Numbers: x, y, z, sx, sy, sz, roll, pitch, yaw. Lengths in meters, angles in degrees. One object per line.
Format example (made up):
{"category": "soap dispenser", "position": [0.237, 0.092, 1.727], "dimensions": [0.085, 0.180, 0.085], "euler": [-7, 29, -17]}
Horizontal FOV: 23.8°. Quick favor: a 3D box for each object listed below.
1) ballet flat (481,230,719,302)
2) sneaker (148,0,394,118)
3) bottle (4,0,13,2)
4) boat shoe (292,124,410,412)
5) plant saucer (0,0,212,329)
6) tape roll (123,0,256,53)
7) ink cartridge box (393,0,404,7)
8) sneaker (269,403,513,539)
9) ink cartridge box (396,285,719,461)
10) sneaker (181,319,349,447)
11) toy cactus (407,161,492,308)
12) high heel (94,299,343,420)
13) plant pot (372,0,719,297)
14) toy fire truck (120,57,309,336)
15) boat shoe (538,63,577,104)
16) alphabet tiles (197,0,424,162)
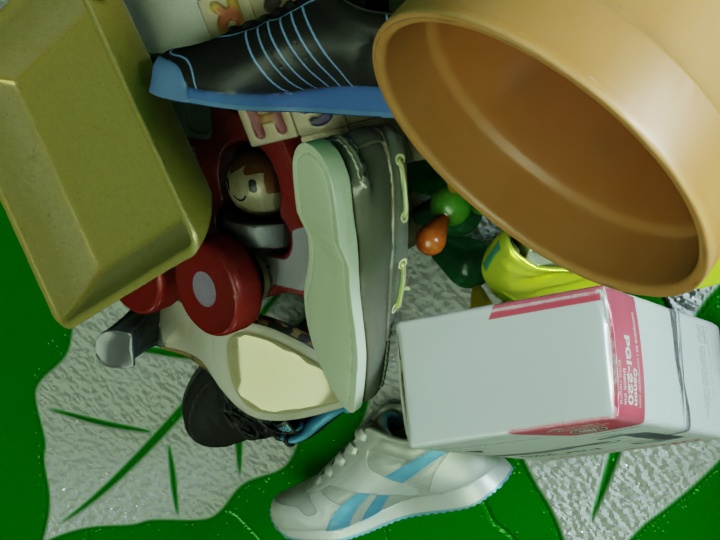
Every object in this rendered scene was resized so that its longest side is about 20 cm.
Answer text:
{"category": "ballet flat", "position": [0.173, -0.021, 1.054], "dimensions": [0.199, 0.067, 0.067], "euler": [-10, 148, -7]}
{"category": "sneaker", "position": [-0.031, -0.130, 1.000], "dimensions": [0.199, 0.070, 0.078], "euler": [5, 96, 20]}
{"category": "bottle", "position": [-0.254, -0.268, 1.093], "dimensions": [0.083, 0.065, 0.200], "euler": [-36, 80, 37]}
{"category": "boat shoe", "position": [0.002, 0.002, 1.059], "dimensions": [0.072, 0.060, 0.202], "euler": [44, 147, 44]}
{"category": "plant saucer", "position": [-0.174, -0.082, 1.104], "dimensions": [0.200, 0.048, 0.200], "euler": [-26, 88, 52]}
{"category": "tape roll", "position": [-0.122, -0.237, 1.072], "dimensions": [0.202, 0.037, 0.203], "euler": [9, 107, 32]}
{"category": "ink cartridge box", "position": [0.094, -0.157, 1.041], "dimensions": [0.200, 0.084, 0.145], "euler": [41, 128, -5]}
{"category": "sneaker", "position": [0.013, 0.147, 1.288], "dimensions": [0.200, 0.077, 0.081], "euler": [-21, 103, 26]}
{"category": "ink cartridge box", "position": [0.134, 0.071, 1.097], "dimensions": [0.145, 0.200, 0.085], "euler": [-11, 78, 29]}
{"category": "sneaker", "position": [-0.068, 0.093, 1.270], "dimensions": [0.073, 0.082, 0.200], "euler": [40, 131, -23]}
{"category": "toy cactus", "position": [0.047, -0.028, 1.140], "dimensions": [0.165, 0.102, 0.200], "euler": [-4, 146, 46]}
{"category": "high heel", "position": [-0.075, 0.048, 1.226], "dimensions": [0.199, 0.143, 0.072], "euler": [11, 107, 10]}
{"category": "plant pot", "position": [0.125, -0.103, 0.853], "dimensions": [0.200, 0.140, 0.200], "euler": [35, 162, 13]}
{"category": "toy fire truck", "position": [-0.093, -0.057, 1.154], "dimensions": [0.200, 0.112, 0.168], "euler": [12, 115, 45]}
{"category": "boat shoe", "position": [0.106, -0.117, 0.971], "dimensions": [0.066, 0.074, 0.200], "euler": [-16, 116, 16]}
{"category": "alphabet tiles", "position": [-0.013, -0.151, 1.019], "dimensions": [0.166, 0.006, 0.200], "euler": [-11, 114, 20]}
